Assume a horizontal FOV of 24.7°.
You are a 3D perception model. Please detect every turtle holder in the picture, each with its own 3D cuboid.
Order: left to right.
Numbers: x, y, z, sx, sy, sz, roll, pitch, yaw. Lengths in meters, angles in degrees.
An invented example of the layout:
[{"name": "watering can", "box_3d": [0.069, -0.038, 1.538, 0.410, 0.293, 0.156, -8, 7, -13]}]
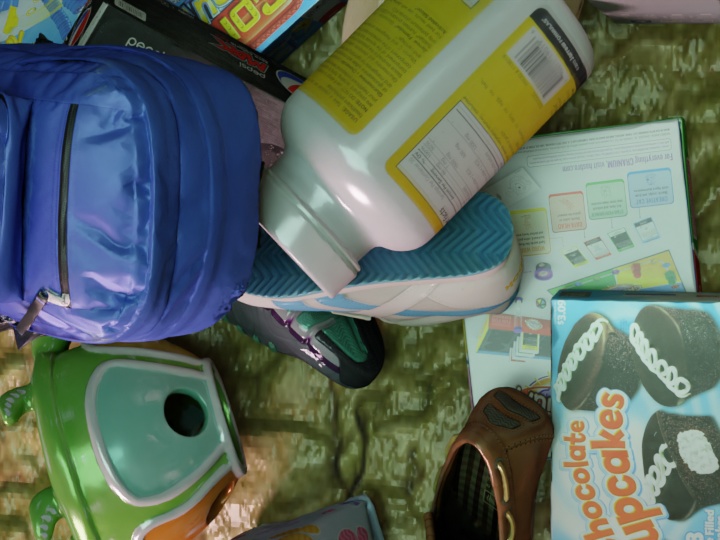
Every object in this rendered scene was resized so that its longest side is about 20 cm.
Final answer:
[{"name": "turtle holder", "box_3d": [-0.150, 0.100, 1.073, 0.130, 0.142, 0.187, -18, 48, 1]}]

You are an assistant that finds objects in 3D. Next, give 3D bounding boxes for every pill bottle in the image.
[{"name": "pill bottle", "box_3d": [0.027, -0.084, 0.914, 0.200, 0.112, 0.112, -45, 82, -2]}]

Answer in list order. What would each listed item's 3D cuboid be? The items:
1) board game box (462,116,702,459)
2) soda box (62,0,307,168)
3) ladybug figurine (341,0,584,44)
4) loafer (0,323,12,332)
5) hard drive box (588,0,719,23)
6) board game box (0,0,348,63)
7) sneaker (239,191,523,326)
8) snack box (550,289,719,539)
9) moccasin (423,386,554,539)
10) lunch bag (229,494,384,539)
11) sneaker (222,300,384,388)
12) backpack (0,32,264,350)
[{"name": "board game box", "box_3d": [0.137, 0.014, 1.025, 0.151, 0.040, 0.203, -5, 92, 15]}, {"name": "soda box", "box_3d": [-0.086, -0.101, 1.012, 0.198, 0.064, 0.071, 27, 112, -21]}, {"name": "ladybug figurine", "box_3d": [0.063, -0.160, 1.010, 0.135, 0.072, 0.201, 31, 95, 2]}, {"name": "loafer", "box_3d": [-0.205, -0.004, 1.011, 0.197, 0.072, 0.074, -14, 89, -4]}, {"name": "hard drive box", "box_3d": [0.169, -0.224, 0.918, 0.076, 0.200, 0.158, 3, 95, 15]}, {"name": "board game box", "box_3d": [-0.142, -0.191, 1.078, 0.200, 0.056, 0.197, -40, 83, 14]}, {"name": "sneaker", "box_3d": [0.000, 0.000, 0.994, 0.197, 0.081, 0.077, 2, 63, 17]}, {"name": "snack box", "box_3d": [0.172, 0.114, 0.982, 0.115, 0.037, 0.203, 1, 99, 15]}, {"name": "moccasin", "box_3d": [0.068, 0.167, 1.004, 0.073, 0.077, 0.203, 36, 135, 24]}, {"name": "lunch bag", "box_3d": [-0.032, 0.262, 1.018, 0.126, 0.169, 0.202, -18, 89, 26]}, {"name": "sneaker", "box_3d": [-0.070, 0.016, 1.077, 0.200, 0.074, 0.088, 46, 122, 14]}, {"name": "backpack", "box_3d": [-0.159, -0.035, 0.860, 0.198, 0.167, 0.165, 10, 104, 32]}]
